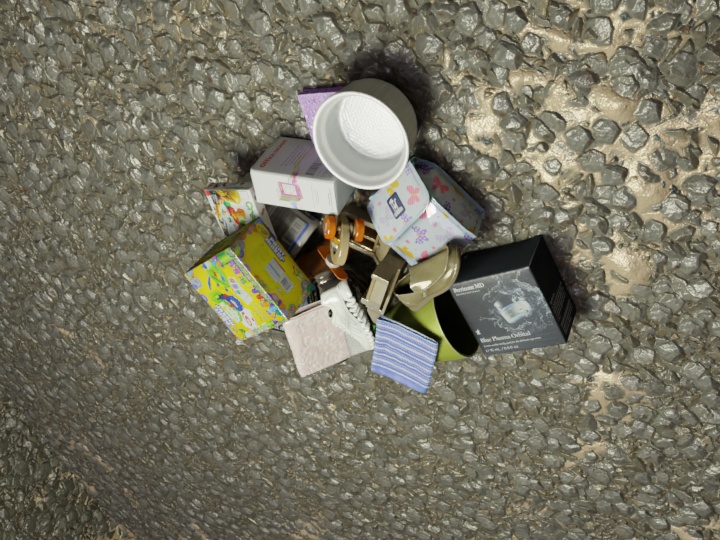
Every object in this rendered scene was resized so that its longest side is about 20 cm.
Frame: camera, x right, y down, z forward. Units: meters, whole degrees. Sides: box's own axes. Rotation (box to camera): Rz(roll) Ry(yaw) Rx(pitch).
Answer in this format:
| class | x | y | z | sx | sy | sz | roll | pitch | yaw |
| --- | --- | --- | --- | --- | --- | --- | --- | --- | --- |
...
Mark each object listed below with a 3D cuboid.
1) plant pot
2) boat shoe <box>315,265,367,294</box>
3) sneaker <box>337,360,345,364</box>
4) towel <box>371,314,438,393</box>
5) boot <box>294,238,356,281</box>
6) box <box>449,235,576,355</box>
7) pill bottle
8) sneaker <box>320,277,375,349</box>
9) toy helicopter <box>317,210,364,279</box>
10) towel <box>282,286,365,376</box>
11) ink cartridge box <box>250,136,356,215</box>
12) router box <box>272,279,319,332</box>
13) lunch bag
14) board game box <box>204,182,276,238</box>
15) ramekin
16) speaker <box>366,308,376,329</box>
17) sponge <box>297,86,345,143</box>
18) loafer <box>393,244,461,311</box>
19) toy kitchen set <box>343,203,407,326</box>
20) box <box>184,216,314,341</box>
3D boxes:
| class | x | y | z | sx | sy | sz | roll | pitch | yaw |
| --- | --- | --- | --- | --- | --- | --- | --- | --- | --- |
| plant pot | 0.134 | 0.129 | 1.650 | 0.198 | 0.188 | 0.188 | -23 | 113 | 33 |
| boat shoe | -0.032 | 0.040 | 1.694 | 0.074 | 0.199 | 0.074 | -26 | 70 | 24 |
| sneaker | -0.102 | 0.184 | 1.856 | 0.196 | 0.075 | 0.108 | 6 | 122 | -22 |
| towel | 0.091 | 0.186 | 1.603 | 0.143 | 0.024 | 0.202 | 24 | 143 | 15 |
| boot | -0.116 | -0.006 | 1.719 | 0.197 | 0.156 | 0.078 | -2 | 125 | 30 |
| box | 0.318 | 0.057 | 1.555 | 0.194 | 0.118 | 0.202 | -15 | 117 | 37 |
| pill bottle | -0.203 | -0.126 | 1.700 | 0.199 | 0.114 | 0.114 | 38 | 135 | -3 |
| sneaker | -0.024 | 0.103 | 1.622 | 0.080 | 0.076 | 0.202 | -23 | 127 | 6 |
| toy helicopter | -0.053 | -0.066 | 1.589 | 0.077 | 0.200 | 0.135 | 4 | 109 | -14 |
| towel | -0.072 | 0.144 | 1.694 | 0.188 | 0.032 | 0.202 | -20 | 133 | -9 |
| ink cartridge box | -0.112 | -0.203 | 1.563 | 0.197 | 0.145 | 0.086 | 12 | 133 | 20 |
| router box | -0.199 | 0.084 | 1.906 | 0.197 | 0.062 | 0.152 | 10 | 129 | 23 |
| lunch bag | 0.124 | -0.113 | 1.516 | 0.200 | 0.128 | 0.169 | 43 | 131 | -9 |
| board game box | -0.255 | -0.101 | 1.644 | 0.124 | 0.035 | 0.202 | 3 | 128 | 29 |
| ramekin | 0.015 | -0.268 | 1.430 | 0.197 | 0.098 | 0.203 | 14 | 130 | 17 |
| speaker | 0.028 | 0.132 | 1.802 | 0.197 | 0.089 | 0.089 | 20 | 133 | 14 |
| sponge | -0.026 | -0.316 | 1.504 | 0.197 | 0.030 | 0.113 | 2 | 127 | 27 |
| loafer | 0.133 | 0.015 | 1.492 | 0.066 | 0.077 | 0.200 | 16 | 137 | -22 |
| toy kitchen set | 0.000 | 0.000 | 1.615 | 0.178 | 0.201 | 0.165 | 25 | 127 | 9 |
| box | -0.244 | 0.024 | 1.626 | 0.191 | 0.122 | 0.201 | -23 | 111 | 43 |
